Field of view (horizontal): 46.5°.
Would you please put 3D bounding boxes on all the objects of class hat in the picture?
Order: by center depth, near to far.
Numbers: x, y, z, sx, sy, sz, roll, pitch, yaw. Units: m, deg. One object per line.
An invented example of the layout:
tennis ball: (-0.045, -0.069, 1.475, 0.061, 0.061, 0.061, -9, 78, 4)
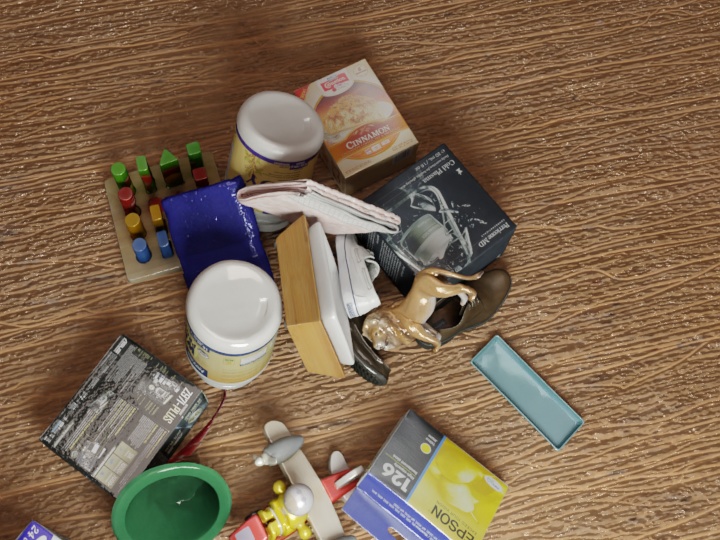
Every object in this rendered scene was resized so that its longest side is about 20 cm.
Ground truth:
hat: (-0.285, 0.312, 1.286, 0.196, 0.169, 0.176, -7, 27, -17)

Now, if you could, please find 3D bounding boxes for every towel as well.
towel: (-0.065, -0.093, 1.302, 0.198, 0.189, 0.033, 19, 79, -38)
towel: (-0.230, -0.042, 1.369, 0.145, 0.050, 0.204, -14, 105, 5)

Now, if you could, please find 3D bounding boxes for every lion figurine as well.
lion figurine: (0.093, 0.052, 1.299, 0.121, 0.073, 0.202, 31, 112, -2)

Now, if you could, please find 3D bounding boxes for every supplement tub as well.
supplement tub: (-0.198, 0.091, 1.287, 0.141, 0.201, 0.147, 5, 61, -10)
supplement tub: (-0.148, -0.177, 1.393, 0.142, 0.201, 0.147, 10, 50, -12)

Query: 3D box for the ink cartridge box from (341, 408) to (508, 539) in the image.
ink cartridge box: (0.101, 0.337, 1.247, 0.197, 0.047, 0.200, 38, 44, 4)

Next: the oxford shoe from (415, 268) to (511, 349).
oxford shoe: (0.180, 0.056, 1.395, 0.199, 0.085, 0.073, -36, 72, -18)

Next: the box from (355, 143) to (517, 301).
box: (0.122, -0.068, 1.423, 0.199, 0.124, 0.197, -36, 75, -16)

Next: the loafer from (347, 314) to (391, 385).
loafer: (-0.012, 0.099, 1.370, 0.071, 0.073, 0.200, -37, 74, -15)

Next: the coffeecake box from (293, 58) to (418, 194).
coffeecake box: (-0.010, -0.260, 1.520, 0.152, 0.073, 0.202, -27, 71, -12)

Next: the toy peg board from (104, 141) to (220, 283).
toy peg board: (-0.327, -0.111, 1.427, 0.196, 0.098, 0.202, -16, 69, -9)

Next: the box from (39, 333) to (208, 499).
box: (-0.358, 0.231, 1.290, 0.162, 0.086, 0.201, 31, 69, 10)

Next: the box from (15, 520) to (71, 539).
box: (-0.381, 0.453, 1.144, 0.198, 0.185, 0.106, 31, 68, 10)

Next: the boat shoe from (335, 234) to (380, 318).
boat shoe: (0.000, 0.000, 1.382, 0.064, 0.074, 0.202, -15, 42, 6)

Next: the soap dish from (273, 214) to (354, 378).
soap dish: (-0.071, 0.043, 1.277, 0.080, 0.158, 0.203, -14, 52, 4)

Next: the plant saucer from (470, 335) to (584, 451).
plant saucer: (0.271, 0.201, 1.375, 0.070, 0.019, 0.200, -40, 76, -17)

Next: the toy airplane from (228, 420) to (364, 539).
toy airplane: (-0.077, 0.340, 1.231, 0.196, 0.142, 0.202, 16, 67, 4)
